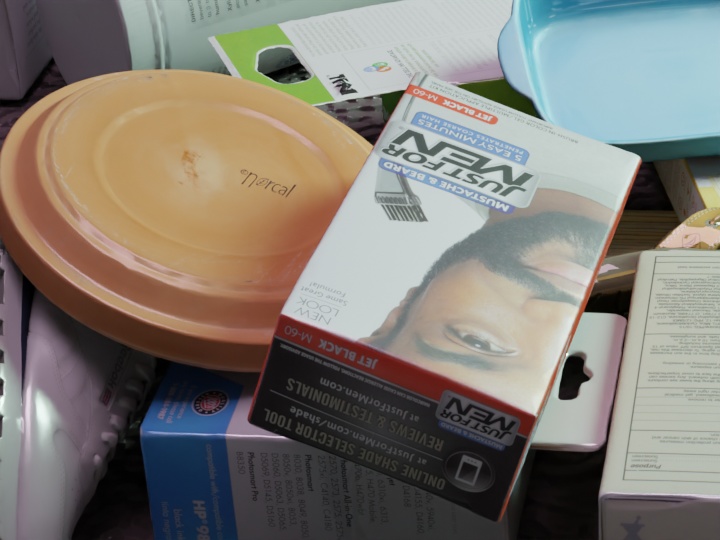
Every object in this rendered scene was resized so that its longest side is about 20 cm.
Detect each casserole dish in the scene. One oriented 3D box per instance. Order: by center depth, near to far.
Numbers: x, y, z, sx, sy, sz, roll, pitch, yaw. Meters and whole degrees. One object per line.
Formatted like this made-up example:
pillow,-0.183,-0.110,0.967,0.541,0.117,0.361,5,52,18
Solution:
casserole dish,0.167,-0.107,1.273,0.198,0.039,0.122,-6,57,-6

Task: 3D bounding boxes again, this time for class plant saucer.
plant saucer,-0.065,-0.032,1.121,0.199,0.032,0.201,11,38,-9

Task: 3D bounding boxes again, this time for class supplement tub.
supplement tub,-0.082,-0.178,1.491,0.199,0.133,0.132,-20,32,-27

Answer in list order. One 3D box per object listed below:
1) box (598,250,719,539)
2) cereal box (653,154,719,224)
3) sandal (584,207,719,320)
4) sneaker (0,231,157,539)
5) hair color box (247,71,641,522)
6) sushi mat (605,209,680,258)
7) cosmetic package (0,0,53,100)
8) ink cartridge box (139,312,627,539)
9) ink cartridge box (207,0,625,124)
box,0.155,0.073,1.056,0.094,0.078,0.200,2,30,12
cereal box,0.230,-0.053,1.299,0.143,0.040,0.200,1,27,-5
sandal,0.165,0.000,1.177,0.198,0.080,0.054,-3,60,11
sneaker,-0.128,0.055,1.092,0.080,0.076,0.201,11,58,-18
hair color box,0.040,0.005,1.038,0.110,0.064,0.200,21,38,5
sushi mat,0.081,-0.013,1.290,0.198,0.012,0.096,4,31,15
cosmetic package,-0.248,-0.237,1.550,0.122,0.201,0.200,0,29,14
ink cartridge box,0.015,0.071,1.092,0.198,0.067,0.116,2,30,12
ink cartridge box,0.029,-0.091,1.359,0.198,0.076,0.148,-10,25,-11
